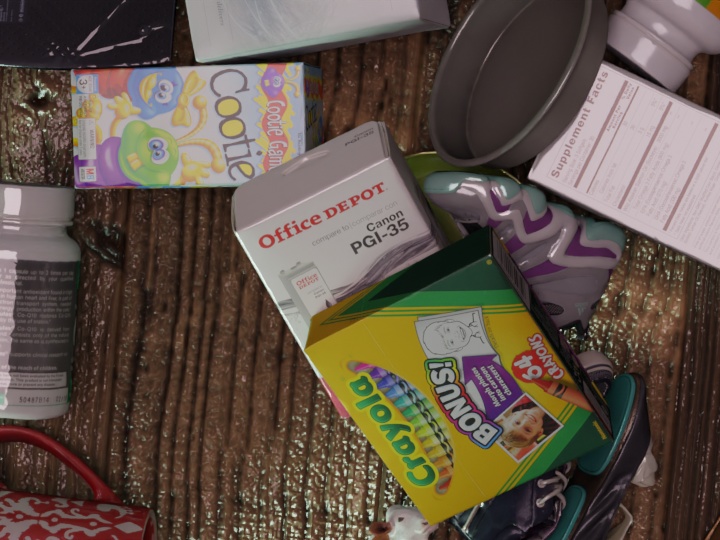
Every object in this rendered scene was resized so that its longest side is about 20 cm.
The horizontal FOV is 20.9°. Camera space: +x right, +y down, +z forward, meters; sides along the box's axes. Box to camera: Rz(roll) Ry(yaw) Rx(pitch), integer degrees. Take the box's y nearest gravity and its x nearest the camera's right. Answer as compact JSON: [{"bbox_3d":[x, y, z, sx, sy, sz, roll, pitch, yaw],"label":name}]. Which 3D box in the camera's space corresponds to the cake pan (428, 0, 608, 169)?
[{"bbox_3d":[0.133,-0.170,1.614,0.037,0.200,0.200,27,97,-29],"label":"cake pan"}]

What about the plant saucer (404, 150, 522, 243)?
[{"bbox_3d":[0.071,-0.004,1.697,0.200,0.031,0.200,0,94,7],"label":"plant saucer"}]

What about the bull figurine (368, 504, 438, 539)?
[{"bbox_3d":[0.007,0.295,1.694,0.200,0.065,0.122,-40,61,13],"label":"bull figurine"}]

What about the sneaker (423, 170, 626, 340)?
[{"bbox_3d":[0.124,0.004,1.605,0.200,0.078,0.140,20,84,-27],"label":"sneaker"}]

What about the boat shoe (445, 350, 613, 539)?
[{"bbox_3d":[0.158,0.166,1.658,0.200,0.075,0.093,-47,53,14],"label":"boat shoe"}]

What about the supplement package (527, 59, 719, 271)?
[{"bbox_3d":[0.253,-0.085,1.628,0.200,0.117,0.117,26,95,5],"label":"supplement package"}]

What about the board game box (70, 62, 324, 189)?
[{"bbox_3d":[-0.138,-0.123,1.680,0.200,0.105,0.103,-1,93,8],"label":"board game box"}]

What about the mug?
[{"bbox_3d":[-0.283,0.233,1.703,0.200,0.133,0.178,4,95,3],"label":"mug"}]

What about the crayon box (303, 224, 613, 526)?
[{"bbox_3d":[0.080,0.088,1.572,0.172,0.058,0.200,-28,113,16],"label":"crayon box"}]

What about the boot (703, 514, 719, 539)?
[{"bbox_3d":[0.327,0.242,1.656,0.073,0.075,0.200,15,95,4],"label":"boot"}]

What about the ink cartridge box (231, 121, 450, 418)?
[{"bbox_3d":[0.000,0.000,1.613,0.146,0.083,0.200,-26,115,8],"label":"ink cartridge box"}]

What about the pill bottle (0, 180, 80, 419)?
[{"bbox_3d":[-0.303,0.024,1.702,0.113,0.113,0.200,5,94,7],"label":"pill bottle"}]

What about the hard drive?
[{"bbox_3d":[-0.255,-0.238,1.708,0.200,0.042,0.135,2,81,9],"label":"hard drive"}]

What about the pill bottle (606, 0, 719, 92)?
[{"bbox_3d":[0.287,-0.251,1.619,0.111,0.111,0.200,37,96,4],"label":"pill bottle"}]

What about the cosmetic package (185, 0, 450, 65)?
[{"bbox_3d":[-0.045,-0.287,1.641,0.200,0.123,0.200,-9,91,14],"label":"cosmetic package"}]

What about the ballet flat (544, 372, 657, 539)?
[{"bbox_3d":[0.211,0.187,1.676,0.073,0.073,0.200,25,89,5],"label":"ballet flat"}]
